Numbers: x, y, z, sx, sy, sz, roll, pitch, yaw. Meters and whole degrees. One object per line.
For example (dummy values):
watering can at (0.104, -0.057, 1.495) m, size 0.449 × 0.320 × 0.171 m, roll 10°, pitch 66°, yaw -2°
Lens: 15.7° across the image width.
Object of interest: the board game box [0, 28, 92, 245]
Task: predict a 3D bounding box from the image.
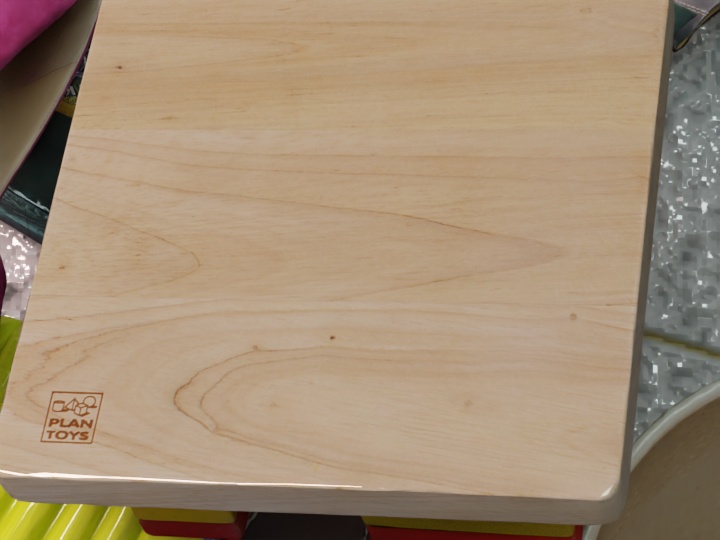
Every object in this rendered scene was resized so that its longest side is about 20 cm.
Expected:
board game box at (-0.100, -0.071, 0.995) m, size 0.200 × 0.028 × 0.136 m, roll 31°, pitch 61°, yaw -4°

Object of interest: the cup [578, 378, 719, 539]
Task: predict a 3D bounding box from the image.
cup at (0.158, 0.147, 0.894) m, size 0.199 × 0.143 × 0.201 m, roll 2°, pitch 67°, yaw -4°

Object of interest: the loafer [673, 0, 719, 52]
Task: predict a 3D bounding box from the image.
loafer at (0.194, -0.149, 1.065) m, size 0.199 × 0.073 × 0.073 m, roll -21°, pitch 79°, yaw -3°

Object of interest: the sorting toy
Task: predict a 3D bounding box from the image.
sorting toy at (0.000, 0.000, 0.870) m, size 0.199 × 0.070 × 0.199 m, roll 1°, pitch 58°, yaw 14°

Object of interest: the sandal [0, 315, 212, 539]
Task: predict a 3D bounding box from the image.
sandal at (-0.131, 0.050, 0.935) m, size 0.200 × 0.087 × 0.080 m, roll 41°, pitch 83°, yaw 13°

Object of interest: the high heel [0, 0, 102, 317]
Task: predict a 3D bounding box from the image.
high heel at (-0.119, -0.040, 0.897) m, size 0.096 × 0.068 × 0.201 m, roll -7°, pitch 54°, yaw -13°

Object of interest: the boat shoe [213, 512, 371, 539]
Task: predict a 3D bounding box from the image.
boat shoe at (-0.045, 0.143, 0.922) m, size 0.072 × 0.060 × 0.200 m, roll 28°, pitch 68°, yaw 8°

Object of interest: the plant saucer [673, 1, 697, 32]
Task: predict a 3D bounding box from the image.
plant saucer at (0.027, -0.115, 0.981) m, size 0.199 × 0.200 × 0.036 m, roll 21°, pitch 97°, yaw 3°
